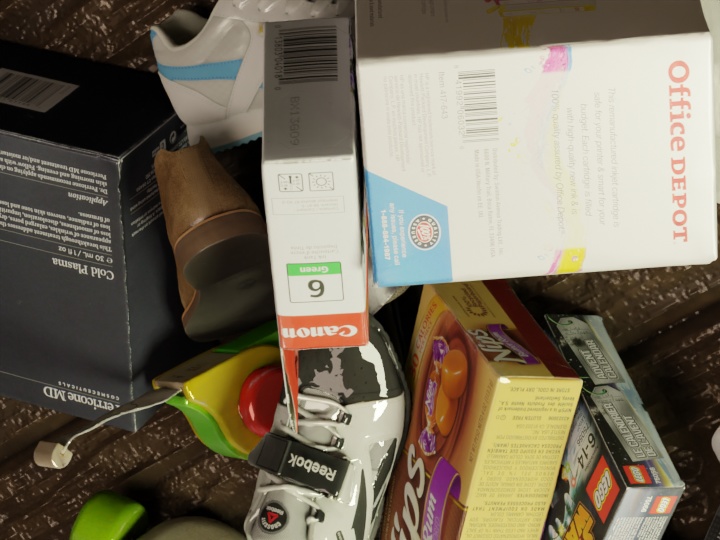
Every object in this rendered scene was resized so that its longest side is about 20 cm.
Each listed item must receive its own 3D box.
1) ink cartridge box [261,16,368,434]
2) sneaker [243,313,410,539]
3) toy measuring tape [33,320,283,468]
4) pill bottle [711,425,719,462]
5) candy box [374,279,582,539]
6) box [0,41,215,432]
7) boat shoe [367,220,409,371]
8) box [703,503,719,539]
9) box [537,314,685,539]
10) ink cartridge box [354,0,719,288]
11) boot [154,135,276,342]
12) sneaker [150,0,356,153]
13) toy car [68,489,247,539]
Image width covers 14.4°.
[{"bbox_3d":[-0.021,-0.021,1.491,0.050,0.109,0.201,-3,134,2],"label":"ink cartridge box"},{"bbox_3d":[-0.024,0.117,1.596,0.074,0.088,0.201,13,113,23],"label":"sneaker"},{"bbox_3d":[-0.094,0.091,1.643,0.073,0.199,0.074,34,138,38],"label":"toy measuring tape"},{"bbox_3d":[0.265,0.156,1.490,0.111,0.111,0.201,-48,59,39],"label":"pill bottle"},{"bbox_3d":[0.058,0.118,1.601,0.056,0.117,0.201,3,117,-23],"label":"candy box"},{"bbox_3d":[-0.196,-0.027,1.688,0.199,0.104,0.183,14,122,23],"label":"box"},{"bbox_3d":[0.000,0.000,1.617,0.064,0.072,0.201,6,119,15],"label":"boat shoe"},{"bbox_3d":[0.259,0.229,1.547,0.199,0.161,0.044,22,165,17],"label":"box"},{"bbox_3d":[0.109,0.144,1.601,0.040,0.137,0.201,1,130,-24],"label":"box"},{"bbox_3d":[0.099,-0.082,1.441,0.198,0.125,0.129,-4,119,1],"label":"ink cartridge box"},{"bbox_3d":[-0.079,-0.016,1.622,0.200,0.073,0.076,86,161,-70],"label":"boot"},{"bbox_3d":[-0.032,-0.128,1.554,0.199,0.077,0.081,-19,105,34],"label":"sneaker"},{"bbox_3d":[-0.123,0.267,1.801,0.163,0.158,0.201,23,138,19],"label":"toy car"}]
